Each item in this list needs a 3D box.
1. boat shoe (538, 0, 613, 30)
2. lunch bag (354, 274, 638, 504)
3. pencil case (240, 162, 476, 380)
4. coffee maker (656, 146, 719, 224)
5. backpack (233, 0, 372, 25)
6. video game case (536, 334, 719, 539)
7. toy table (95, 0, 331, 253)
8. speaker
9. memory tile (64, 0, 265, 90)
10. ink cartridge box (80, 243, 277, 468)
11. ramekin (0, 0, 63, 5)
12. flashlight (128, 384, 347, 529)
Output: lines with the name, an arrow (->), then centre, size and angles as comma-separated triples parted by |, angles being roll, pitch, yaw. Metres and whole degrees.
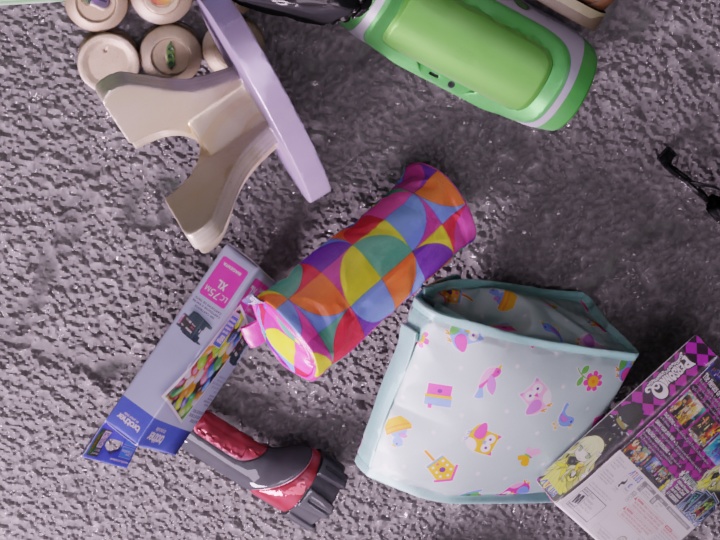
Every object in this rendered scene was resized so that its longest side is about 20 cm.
boat shoe -> 0.116, -0.258, 1.370 | 0.199, 0.072, 0.068 | 24, 108, -26
lunch bag -> 0.101, 0.099, 1.498 | 0.198, 0.122, 0.171 | 7, 118, -29
pencil case -> 0.000, 0.000, 1.436 | 0.200, 0.088, 0.089 | -38, 118, -20
coffee maker -> 0.378, -0.096, 1.434 | 0.191, 0.135, 0.201 | 31, 110, -18
backpack -> -0.055, -0.286, 1.282 | 0.152, 0.163, 0.202 | 11, 95, -11
video game case -> 0.260, 0.163, 1.544 | 0.181, 0.036, 0.200 | -43, 141, 4
toy table -> -0.112, -0.106, 1.358 | 0.117, 0.184, 0.201 | -32, 125, -3
speaker -> 0.081, -0.183, 1.391 | 0.199, 0.089, 0.089 | 26, 112, -17
memory tile -> -0.153, -0.236, 1.381 | 0.152, 0.017, 0.202 | -5, 117, -3
ink cartridge box -> -0.138, 0.080, 1.448 | 0.042, 0.119, 0.201 | 36, 87, 13
ramekin -> -0.243, -0.277, 1.245 | 0.097, 0.200, 0.202 | 0, 117, -1
flashlight -> -0.106, 0.145, 1.552 | 0.199, 0.068, 0.068 | 36, 134, -16
